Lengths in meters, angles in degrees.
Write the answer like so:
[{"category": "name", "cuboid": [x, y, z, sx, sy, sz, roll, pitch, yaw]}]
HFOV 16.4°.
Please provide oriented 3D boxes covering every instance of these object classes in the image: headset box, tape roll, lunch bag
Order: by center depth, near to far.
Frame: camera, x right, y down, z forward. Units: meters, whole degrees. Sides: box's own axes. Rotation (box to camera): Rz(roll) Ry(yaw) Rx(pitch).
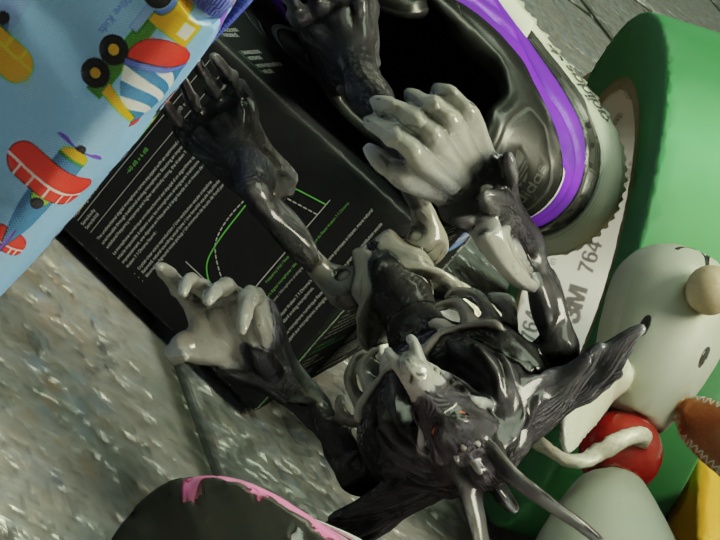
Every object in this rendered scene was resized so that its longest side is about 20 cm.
[{"category": "lunch bag", "cuboid": [-0.097, -0.066, 0.756, 0.094, 0.151, 0.200, 42, 16, 0]}, {"category": "tape roll", "cuboid": [0.098, 0.005, 0.936, 0.048, 0.201, 0.200, 17, 19, -8]}, {"category": "headset box", "cuboid": [-0.058, -0.059, 0.942, 0.200, 0.093, 0.174, 43, 15, 8]}]

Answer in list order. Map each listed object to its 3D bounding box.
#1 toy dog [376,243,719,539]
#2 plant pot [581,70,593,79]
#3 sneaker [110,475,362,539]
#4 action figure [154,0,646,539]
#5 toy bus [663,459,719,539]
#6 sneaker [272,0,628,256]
[{"category": "toy dog", "cuboid": [0.084, 0.077, 0.752, 0.132, 0.096, 0.200, 4, 70, -24]}, {"category": "plant pot", "cuboid": [0.168, 0.024, 1.149, 0.187, 0.187, 0.200, 34, 30, -26]}, {"category": "sneaker", "cuboid": [0.021, 0.124, 0.671, 0.200, 0.080, 0.086, 47, 5, 1]}, {"category": "action figure", "cuboid": [0.000, 0.000, 0.723, 0.102, 0.119, 0.200, 41, 16, -49]}, {"category": "toy bus", "cuboid": [0.137, 0.086, 0.906, 0.065, 0.078, 0.200, 19, 44, -10]}, {"category": "sneaker", "cuboid": [0.008, -0.092, 0.880, 0.200, 0.070, 0.099, 49, 18, 30]}]
